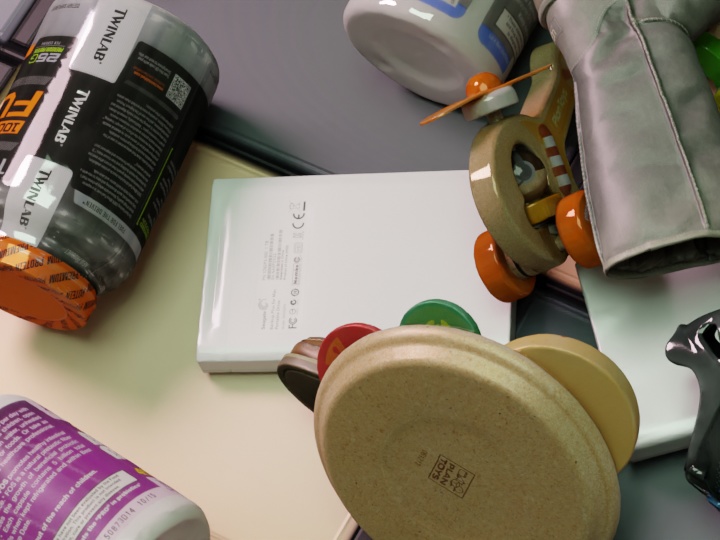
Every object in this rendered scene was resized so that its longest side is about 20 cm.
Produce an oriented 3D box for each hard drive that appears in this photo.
[{"bbox_3d":[0.244,0.030,1.670,0.200,0.026,0.132,-15,62,4],"label":"hard drive"},{"bbox_3d":[0.000,0.000,1.744,0.200,0.026,0.132,-1,64,11],"label":"hard drive"}]

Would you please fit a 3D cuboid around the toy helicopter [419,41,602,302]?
[{"bbox_3d":[0.104,-0.085,1.705,0.079,0.132,0.200,-24,27,31],"label":"toy helicopter"}]

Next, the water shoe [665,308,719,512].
[{"bbox_3d":[0.232,0.121,1.599,0.079,0.072,0.200,-14,82,22],"label":"water shoe"}]

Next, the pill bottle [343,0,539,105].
[{"bbox_3d":[0.082,-0.217,1.786,0.114,0.114,0.200,23,70,21],"label":"pill bottle"}]

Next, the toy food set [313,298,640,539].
[{"bbox_3d":[0.061,0.105,1.597,0.198,0.200,0.049,19,41,16],"label":"toy food set"}]

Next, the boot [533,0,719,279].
[{"bbox_3d":[0.205,-0.104,1.654,0.182,0.073,0.200,-19,59,2],"label":"boot"}]

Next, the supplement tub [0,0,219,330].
[{"bbox_3d":[-0.180,-0.070,1.762,0.123,0.123,0.200,16,67,19],"label":"supplement tub"}]

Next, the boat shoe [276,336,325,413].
[{"bbox_3d":[0.050,0.079,1.676,0.200,0.072,0.068,22,66,11],"label":"boat shoe"}]

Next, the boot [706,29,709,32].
[{"bbox_3d":[0.298,-0.205,1.754,0.200,0.068,0.188,9,53,25],"label":"boot"}]

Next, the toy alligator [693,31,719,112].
[{"bbox_3d":[0.287,-0.091,1.717,0.200,0.054,0.059,26,53,13],"label":"toy alligator"}]

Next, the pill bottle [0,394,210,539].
[{"bbox_3d":[-0.199,0.144,1.666,0.200,0.112,0.112,30,73,23],"label":"pill bottle"}]
